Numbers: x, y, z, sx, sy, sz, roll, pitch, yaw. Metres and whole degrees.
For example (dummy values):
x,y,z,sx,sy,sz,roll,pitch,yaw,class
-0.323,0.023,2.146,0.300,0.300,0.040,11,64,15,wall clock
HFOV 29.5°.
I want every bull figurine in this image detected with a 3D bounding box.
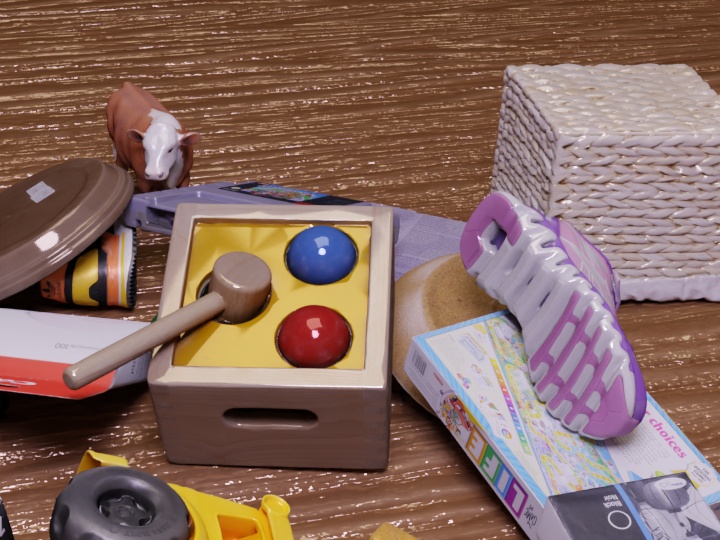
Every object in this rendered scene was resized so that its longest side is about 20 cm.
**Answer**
x,y,z,sx,sy,sz,roll,pitch,yaw,class
-0.194,-0.106,1.279,0.065,0.122,0.200,-7,29,-18,bull figurine

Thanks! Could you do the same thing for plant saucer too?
x,y,z,sx,sy,sz,roll,pitch,yaw,class
-0.281,-0.036,1.143,0.199,0.030,0.200,-23,25,12,plant saucer
0.113,0.046,1.041,0.199,0.036,0.201,9,42,-8,plant saucer

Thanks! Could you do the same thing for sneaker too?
x,y,z,sx,sy,sz,roll,pitch,yaw,class
-0.243,-0.034,1.191,0.090,0.070,0.200,-1,29,-14,sneaker
0.149,0.027,0.942,0.088,0.081,0.201,7,42,-37,sneaker

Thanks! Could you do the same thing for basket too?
x,y,z,sx,sy,sz,roll,pitch,yaw,class
0.233,-0.083,1.233,0.199,0.162,0.198,-1,26,-10,basket

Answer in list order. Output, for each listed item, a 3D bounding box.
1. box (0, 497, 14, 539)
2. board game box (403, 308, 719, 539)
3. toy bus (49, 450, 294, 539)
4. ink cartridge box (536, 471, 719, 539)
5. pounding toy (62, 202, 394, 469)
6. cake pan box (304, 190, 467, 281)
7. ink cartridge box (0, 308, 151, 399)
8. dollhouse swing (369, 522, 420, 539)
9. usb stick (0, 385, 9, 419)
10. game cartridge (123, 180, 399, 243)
x,y,z,sx,sy,sz,roll,pitch,yaw,class
-0.320,0.178,0.766,0.199,0.050,0.160,9,42,13,box
0.138,0.107,0.927,0.134,0.034,0.200,-14,49,-29,board game box
-0.075,0.206,0.702,0.191,0.136,0.200,12,26,-16,toy bus
0.184,0.201,0.767,0.099,0.039,0.200,-6,41,-19,ink cartridge box
-0.078,0.042,0.935,0.199,0.143,0.185,1,51,2,pounding toy
0.000,0.000,1.170,0.199,0.053,0.184,11,30,16,cake pan box
-0.239,0.053,0.961,0.162,0.057,0.200,6,-5,6,ink cartridge box
0.043,0.240,0.596,0.175,0.183,0.200,2,22,36,dollhouse swing
-0.332,0.119,0.928,0.055,0.033,0.200,22,33,35,usb stick
-0.081,-0.044,1.128,0.199,0.039,0.129,13,21,37,game cartridge
